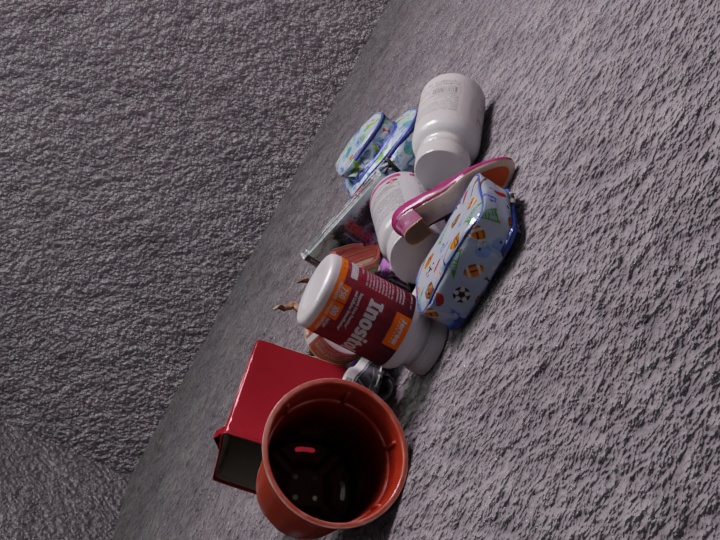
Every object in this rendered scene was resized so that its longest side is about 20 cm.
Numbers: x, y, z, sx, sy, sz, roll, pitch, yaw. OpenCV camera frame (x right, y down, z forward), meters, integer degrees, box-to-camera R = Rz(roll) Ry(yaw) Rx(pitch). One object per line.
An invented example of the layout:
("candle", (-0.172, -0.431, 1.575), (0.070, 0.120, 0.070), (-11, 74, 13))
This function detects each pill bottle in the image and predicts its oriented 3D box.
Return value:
("pill bottle", (-0.021, 0.083, 1.738), (0.200, 0.111, 0.113), (136, 157, -72))
("pill bottle", (0.144, -0.225, 1.805), (0.115, 0.113, 0.201), (-52, 18, 42))
("pill bottle", (0.080, -0.069, 1.749), (0.114, 0.112, 0.201), (-58, 20, 22))
("pill bottle", (0.019, 0.068, 1.546), (0.114, 0.198, 0.113), (-57, 14, 24))

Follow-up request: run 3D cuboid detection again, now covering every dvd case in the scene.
("dvd case", (0.011, -0.064, 1.883), (0.200, 0.146, 0.022), (-45, 41, 14))

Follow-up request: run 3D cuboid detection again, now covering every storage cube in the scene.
("storage cube", (-0.123, 0.248, 1.745), (0.172, 0.198, 0.181), (109, 179, -52))

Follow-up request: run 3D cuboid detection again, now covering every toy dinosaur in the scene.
("toy dinosaur", (-0.067, 0.081, 1.924), (0.085, 0.136, 0.200), (-26, 15, 28))

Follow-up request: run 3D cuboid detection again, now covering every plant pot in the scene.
("plant pot", (-0.057, 0.279, 1.509), (0.196, 0.199, 0.202), (122, 168, -59))

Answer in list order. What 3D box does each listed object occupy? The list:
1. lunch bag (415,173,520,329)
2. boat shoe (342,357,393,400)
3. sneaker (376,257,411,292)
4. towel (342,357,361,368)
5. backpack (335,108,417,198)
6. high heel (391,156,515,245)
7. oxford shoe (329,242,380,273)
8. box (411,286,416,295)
("lunch bag", (0.148, -0.031, 1.511), (0.201, 0.075, 0.161), (-59, 11, 26))
("boat shoe", (0.018, 0.173, 1.658), (0.200, 0.067, 0.072), (-4, -66, -80))
("sneaker", (0.060, 0.003, 1.805), (0.115, 0.072, 0.200), (-60, 13, 3))
("towel", (0.014, 0.125, 1.860), (0.145, 0.023, 0.200), (-63, 13, 3))
("backpack", (0.053, -0.210, 2.026), (0.200, 0.147, 0.183), (-46, 14, 7))
("high heel", (0.132, -0.117, 1.609), (0.199, 0.068, 0.096), (-31, 26, 0))
("oxford shoe", (0.000, 0.000, 1.775), (0.200, 0.070, 0.076), (-146, 41, -79))
("box", (0.115, 0.013, 1.633), (0.202, 0.038, 0.041), (-63, 12, 7))
